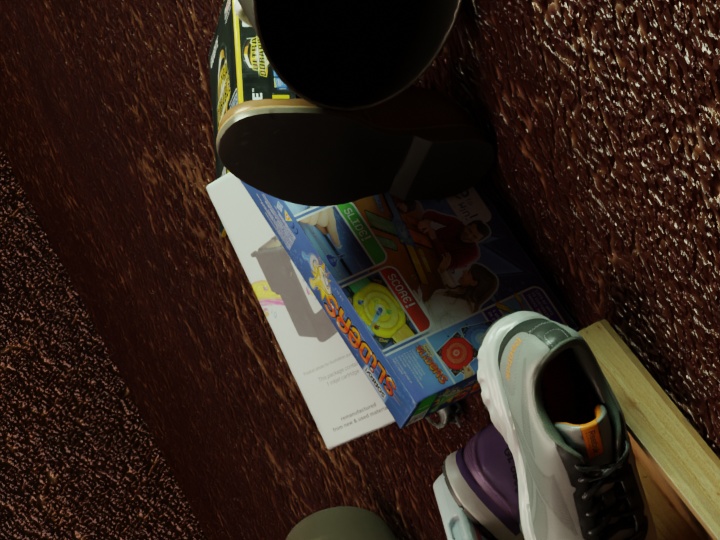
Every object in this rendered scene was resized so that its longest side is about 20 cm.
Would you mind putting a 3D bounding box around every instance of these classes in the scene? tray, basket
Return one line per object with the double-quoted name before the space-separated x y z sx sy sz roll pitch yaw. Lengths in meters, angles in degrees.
"tray" 0.187 0.131 1.294 0.200 0.037 0.099 53 162 37
"basket" -0.038 -0.223 1.317 0.200 0.135 0.181 -124 21 -46

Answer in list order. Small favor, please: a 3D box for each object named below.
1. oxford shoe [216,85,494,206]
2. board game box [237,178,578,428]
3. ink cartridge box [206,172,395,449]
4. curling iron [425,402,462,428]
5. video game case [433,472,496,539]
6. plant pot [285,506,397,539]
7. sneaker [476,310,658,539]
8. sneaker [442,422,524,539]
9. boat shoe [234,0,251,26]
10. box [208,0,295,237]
"oxford shoe" -0.012 -0.086 1.353 0.071 0.199 0.072 -55 50 34
"board game box" 0.030 -0.012 1.389 0.201 0.135 0.035 57 149 18
"ink cartridge box" 0.000 0.000 1.505 0.082 0.145 0.201 -25 90 34
"curling iron" 0.030 0.036 1.725 0.201 0.025 0.050 65 163 -2
"video game case" 0.133 0.239 1.418 0.200 0.023 0.183 39 -161 -27
"plant pot" -0.012 0.329 2.117 0.175 0.199 0.201 -106 2 -50
"sneaker" 0.129 0.121 1.272 0.201 0.074 0.079 67 161 -8
"sneaker" 0.151 0.170 1.419 0.200 0.087 0.076 43 -160 -17
"boat shoe" -0.060 -0.202 1.551 0.201 0.069 0.071 57 166 30
"box" -0.085 -0.126 1.712 0.200 0.049 0.161 126 139 -75
